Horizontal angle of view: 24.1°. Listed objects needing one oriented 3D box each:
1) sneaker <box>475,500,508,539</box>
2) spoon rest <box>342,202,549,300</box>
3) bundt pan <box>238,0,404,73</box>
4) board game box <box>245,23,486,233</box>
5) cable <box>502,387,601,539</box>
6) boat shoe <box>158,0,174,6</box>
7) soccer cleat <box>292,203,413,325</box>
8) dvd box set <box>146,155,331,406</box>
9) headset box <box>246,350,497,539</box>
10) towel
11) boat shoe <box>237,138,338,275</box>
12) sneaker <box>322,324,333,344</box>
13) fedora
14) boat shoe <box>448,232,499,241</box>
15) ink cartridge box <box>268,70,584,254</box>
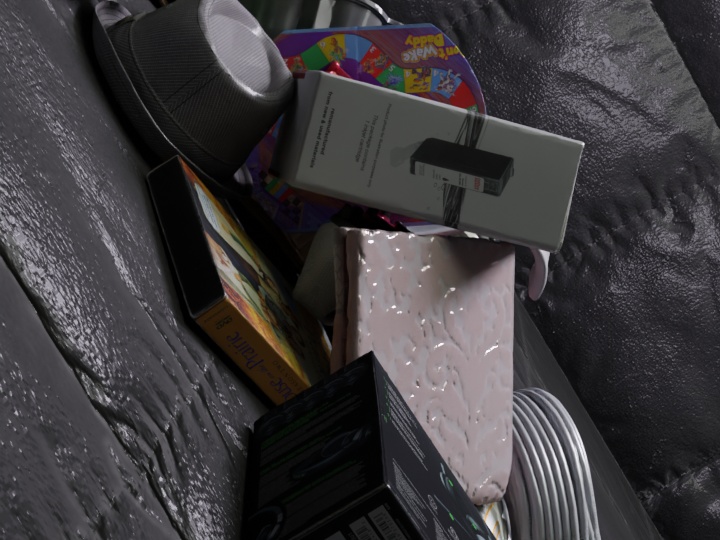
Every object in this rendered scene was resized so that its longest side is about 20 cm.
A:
[{"bbox_3d":[0.070,0.204,1.219,0.092,0.075,0.201,37,23,-57],"label":"sneaker"},{"bbox_3d":[0.071,-0.044,1.378,0.199,0.061,0.100,23,42,-11],"label":"spoon rest"},{"bbox_3d":[-0.051,-0.159,1.413,0.202,0.200,0.076,48,50,-53],"label":"bundt pan"},{"bbox_3d":[0.004,-0.112,1.307,0.039,0.198,0.160,-172,-101,-84],"label":"board game box"},{"bbox_3d":[0.128,0.195,1.335,0.200,0.069,0.202,-156,-119,-74],"label":"cable"},{"bbox_3d":[-0.141,-0.236,1.508,0.200,0.072,0.073,37,27,-45],"label":"boat shoe"},{"bbox_3d":[0.000,0.000,1.247,0.070,0.087,0.200,37,8,16],"label":"soccer cleat"},{"bbox_3d":[-0.067,0.032,1.136,0.200,0.029,0.147,51,11,-43],"label":"dvd box set"},{"bbox_3d":[0.018,0.165,0.968,0.175,0.092,0.200,56,9,-18],"label":"headset box"},{"bbox_3d":[0.044,0.070,1.168,0.199,0.032,0.193,5,85,-52],"label":"towel"},{"bbox_3d":[-0.071,-0.067,1.363,0.201,0.072,0.072,53,-15,-1],"label":"boat shoe"},{"bbox_3d":[0.013,0.070,1.289,0.071,0.082,0.200,52,11,-33],"label":"sneaker"},{"bbox_3d":[-0.108,-0.143,1.221,0.177,0.090,0.200,55,14,-2],"label":"fedora"},{"bbox_3d":[0.067,0.007,1.514,0.072,0.200,0.068,47,50,2],"label":"boat shoe"},{"bbox_3d":[0.045,-0.080,1.220,0.198,0.084,0.144,15,4,-11],"label":"ink cartridge box"}]
